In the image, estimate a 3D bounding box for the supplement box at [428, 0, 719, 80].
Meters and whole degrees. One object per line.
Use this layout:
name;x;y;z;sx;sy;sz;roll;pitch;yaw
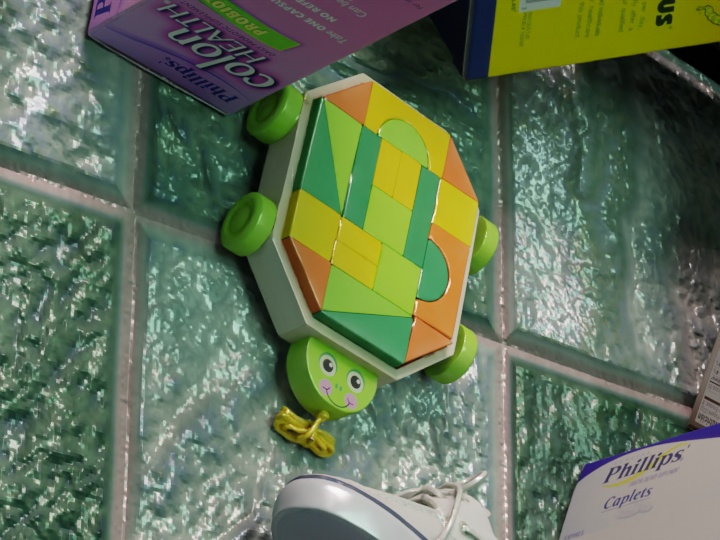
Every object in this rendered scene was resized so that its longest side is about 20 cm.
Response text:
supplement box;0.134;-0.188;1.461;0.200;0.110;0.109;-10;43;-16

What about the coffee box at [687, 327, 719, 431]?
coffee box;0.277;0.015;1.548;0.114;0.080;0.200;8;103;-40

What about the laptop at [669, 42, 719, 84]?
laptop;0.214;-0.175;1.620;0.177;0.103;0.200;30;54;-33

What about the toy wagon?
toy wagon;0.000;0.000;1.385;0.155;0.040;0.200;33;53;-30

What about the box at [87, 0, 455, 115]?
box;-0.024;-0.200;1.328;0.097;0.200;0.176;28;56;-33

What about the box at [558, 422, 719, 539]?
box;0.231;0.177;1.431;0.200;0.184;0.105;42;50;-23

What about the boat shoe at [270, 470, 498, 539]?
boat shoe;0.039;0.135;1.341;0.202;0.075;0.086;37;51;-31
